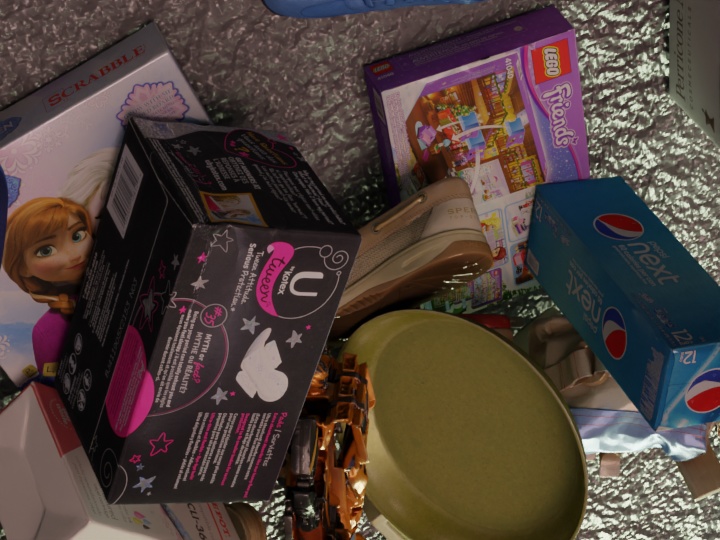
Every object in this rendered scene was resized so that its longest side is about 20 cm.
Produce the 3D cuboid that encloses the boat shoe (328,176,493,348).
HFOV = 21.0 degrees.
[{"bbox_3d":[0.000,0.000,1.287,0.200,0.065,0.072,-28,156,36],"label":"boat shoe"}]

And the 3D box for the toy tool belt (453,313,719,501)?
[{"bbox_3d":[0.154,0.093,1.318,0.199,0.125,0.124,2,87,-3],"label":"toy tool belt"}]

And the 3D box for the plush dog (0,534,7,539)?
[{"bbox_3d":[-0.248,0.263,1.359,0.171,0.160,0.201,-9,98,0],"label":"plush dog"}]

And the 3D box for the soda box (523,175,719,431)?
[{"bbox_3d":[0.178,0.017,1.254,0.067,0.200,0.064,-7,125,-19],"label":"soda box"}]

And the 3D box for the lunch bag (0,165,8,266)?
[{"bbox_3d":[-0.305,-0.022,1.096,0.199,0.132,0.136,22,120,10],"label":"lunch bag"}]

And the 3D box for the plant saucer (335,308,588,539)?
[{"bbox_3d":[0.069,0.109,1.292,0.031,0.199,0.201,-38,142,-46],"label":"plant saucer"}]

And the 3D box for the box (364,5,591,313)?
[{"bbox_3d":[0.085,-0.066,1.311,0.136,0.039,0.201,-18,128,-10],"label":"box"}]

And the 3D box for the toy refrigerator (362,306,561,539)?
[{"bbox_3d":[0.094,0.126,1.429,0.200,0.070,0.076,-38,128,5],"label":"toy refrigerator"}]

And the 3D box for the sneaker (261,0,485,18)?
[{"bbox_3d":[0.037,-0.190,1.182,0.199,0.079,0.066,-16,130,-10],"label":"sneaker"}]

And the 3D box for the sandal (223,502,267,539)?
[{"bbox_3d":[-0.109,0.248,1.424,0.069,0.078,0.212,-2,136,-45],"label":"sandal"}]

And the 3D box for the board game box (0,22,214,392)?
[{"bbox_3d":[-0.167,-0.026,1.231,0.199,0.041,0.200,-31,129,0],"label":"board game box"}]

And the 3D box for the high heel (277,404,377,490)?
[{"bbox_3d":[-0.070,0.147,1.380,0.142,0.071,0.201,7,116,-20],"label":"high heel"}]

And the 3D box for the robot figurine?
[{"bbox_3d":[-0.020,0.142,1.281,0.058,0.145,0.201,2,122,3],"label":"robot figurine"}]

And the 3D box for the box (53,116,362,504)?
[{"bbox_3d":[-0.097,0.026,1.185,0.114,0.132,0.201,4,121,-29],"label":"box"}]

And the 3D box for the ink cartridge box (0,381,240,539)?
[{"bbox_3d":[-0.151,0.158,1.289,0.067,0.117,0.200,-41,145,17],"label":"ink cartridge box"}]

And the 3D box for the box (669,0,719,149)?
[{"bbox_3d":[0.321,-0.178,1.249,0.199,0.172,0.200,-15,127,-12],"label":"box"}]
